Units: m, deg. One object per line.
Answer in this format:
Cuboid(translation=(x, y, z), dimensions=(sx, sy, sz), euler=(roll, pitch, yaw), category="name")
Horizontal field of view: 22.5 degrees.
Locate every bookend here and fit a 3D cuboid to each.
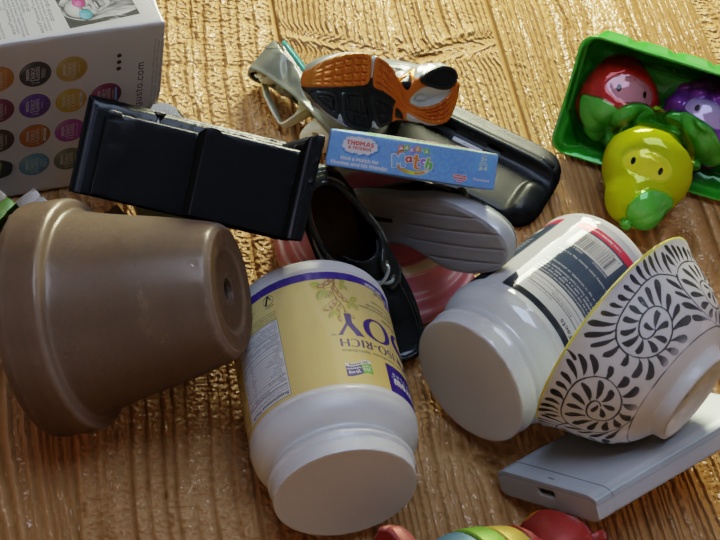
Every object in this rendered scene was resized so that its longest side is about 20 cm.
Cuboid(translation=(-0.148, -0.092, 1.581), dimensions=(0.198, 0.199, 0.093), euler=(13, 90, -9), category="bookend")

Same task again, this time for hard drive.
Cuboid(translation=(0.236, 0.156, 1.585), dimensions=(0.199, 0.027, 0.131), euler=(-24, 17, -30), category="hard drive")

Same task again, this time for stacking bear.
Cuboid(translation=(0.112, 0.253, 1.474), dimensions=(0.199, 0.122, 0.114), euler=(-14, 50, -32), category="stacking bear")

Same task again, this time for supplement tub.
Cuboid(translation=(-0.030, 0.108, 1.544), dimensions=(0.144, 0.146, 0.201), euler=(-3, 49, -14), category="supplement tub")
Cuboid(translation=(0.162, 0.050, 1.638), dimensions=(0.140, 0.141, 0.199), euler=(39, 53, 23), category="supplement tub")

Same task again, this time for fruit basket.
Cuboid(translation=(0.300, -0.140, 1.847), dimensions=(0.213, 0.157, 0.216), euler=(11, 30, -6), category="fruit basket")

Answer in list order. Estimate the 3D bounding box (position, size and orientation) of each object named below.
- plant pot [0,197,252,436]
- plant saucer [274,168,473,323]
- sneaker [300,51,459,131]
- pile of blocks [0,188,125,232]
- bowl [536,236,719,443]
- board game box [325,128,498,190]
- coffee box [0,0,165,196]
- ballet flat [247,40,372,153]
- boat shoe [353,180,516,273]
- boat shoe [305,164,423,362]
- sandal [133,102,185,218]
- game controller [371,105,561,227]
Cuboid(translation=(-0.187, 0.030, 1.513), dimensions=(0.173, 0.201, 0.201), euler=(-9, 46, 14), category="plant pot")
Cuboid(translation=(0.017, -0.034, 1.746), dimensions=(0.198, 0.051, 0.202), euler=(6, 47, -6), category="plant saucer")
Cuboid(translation=(0.003, -0.178, 1.785), dimensions=(0.092, 0.077, 0.199), euler=(15, 9, 43), category="sneaker")
Cuboid(translation=(-0.295, -0.028, 1.676), dimensions=(0.198, 0.062, 0.083), euler=(14, 66, 6), category="pile of blocks")
Cuboid(translation=(0.249, 0.080, 1.538), dimensions=(0.094, 0.202, 0.200), euler=(39, 52, 21), category="bowl")
Cuboid(translation=(0.043, -0.104, 1.671), dimensions=(0.150, 0.037, 0.200), euler=(8, 4, -2), category="board game box")
Cuboid(translation=(-0.314, -0.215, 1.738), dimensions=(0.196, 0.201, 0.201), euler=(-11, 52, -20), category="coffee box")
Cuboid(translation=(-0.047, -0.156, 1.841), dimensions=(0.064, 0.067, 0.200), euler=(-42, 59, 1), category="ballet flat")
Cuboid(translation=(0.071, -0.053, 1.654), dimensions=(0.199, 0.073, 0.071), euler=(18, 35, 40), category="boat shoe")
Cuboid(translation=(0.000, 0.000, 1.639), dimensions=(0.071, 0.201, 0.068), euler=(-30, 13, -9), category="boat shoe")
Cuboid(translation=(-0.180, -0.047, 1.711), dimensions=(0.077, 0.070, 0.214), euler=(-12, 75, -18), category="sandal")
Cuboid(translation=(0.104, -0.117, 1.853), dimensions=(0.199, 0.042, 0.105), euler=(27, 63, 13), category="game controller")
